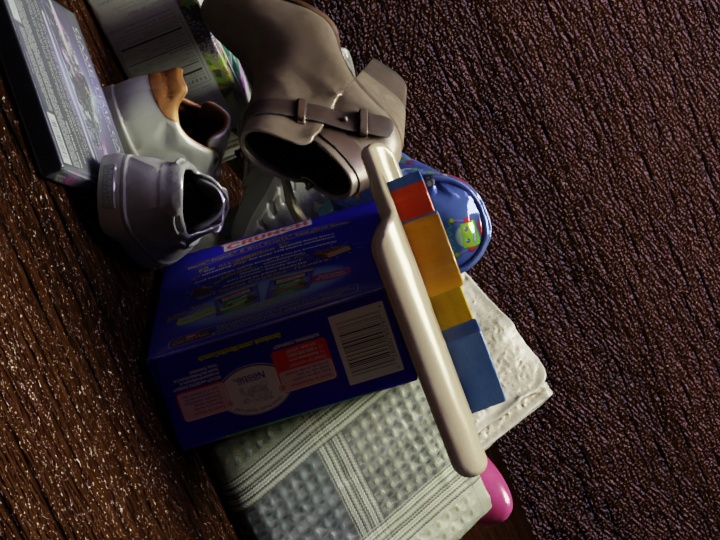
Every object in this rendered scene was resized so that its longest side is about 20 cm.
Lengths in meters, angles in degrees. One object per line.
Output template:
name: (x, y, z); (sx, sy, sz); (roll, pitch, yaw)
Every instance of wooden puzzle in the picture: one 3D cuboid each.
wooden puzzle: (0.052, 0.018, 1.474); (0.200, 0.046, 0.186); (-92, 163, -71)

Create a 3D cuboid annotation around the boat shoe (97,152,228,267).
boat shoe: (-0.126, -0.045, 1.500); (0.200, 0.068, 0.072); (58, 35, -75)

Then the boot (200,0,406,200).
boot: (-0.056, -0.132, 1.652); (0.146, 0.199, 0.070); (-57, 168, -49)

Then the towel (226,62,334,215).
towel: (-0.073, -0.118, 1.859); (0.200, 0.022, 0.147); (51, -42, 20)

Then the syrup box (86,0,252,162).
syrup box: (-0.153, -0.184, 1.770); (0.079, 0.081, 0.200); (-100, 166, -56)

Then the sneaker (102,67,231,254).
sneaker: (-0.123, -0.070, 1.641); (0.200, 0.084, 0.073); (64, 6, -48)

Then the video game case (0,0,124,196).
video game case: (-0.199, -0.120, 1.451); (0.200, 0.019, 0.144); (29, 41, -82)

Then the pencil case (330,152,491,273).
pencil case: (0.034, -0.047, 1.689); (0.200, 0.086, 0.078); (-146, -121, -73)

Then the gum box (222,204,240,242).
gum box: (-0.069, 0.062, 1.846); (0.170, 0.044, 0.201); (-96, 163, -68)

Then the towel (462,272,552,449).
towel: (0.057, 0.065, 1.853); (0.200, 0.132, 0.035); (48, -18, 13)

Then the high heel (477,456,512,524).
high heel: (0.039, 0.128, 1.760); (0.200, 0.067, 0.096); (43, -10, 20)

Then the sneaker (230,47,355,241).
sneaker: (-0.068, -0.092, 1.737); (0.075, 0.082, 0.201); (72, 33, -51)

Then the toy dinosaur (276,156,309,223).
toy dinosaur: (0.000, 0.000, 1.660); (0.200, 0.047, 0.088); (49, 0, -34)

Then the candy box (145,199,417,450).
candy box: (-0.052, 0.032, 1.512); (0.200, 0.168, 0.077); (-93, 165, -70)

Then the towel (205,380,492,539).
towel: (-0.007, 0.151, 1.584); (0.034, 0.200, 0.193); (2, -57, 53)
